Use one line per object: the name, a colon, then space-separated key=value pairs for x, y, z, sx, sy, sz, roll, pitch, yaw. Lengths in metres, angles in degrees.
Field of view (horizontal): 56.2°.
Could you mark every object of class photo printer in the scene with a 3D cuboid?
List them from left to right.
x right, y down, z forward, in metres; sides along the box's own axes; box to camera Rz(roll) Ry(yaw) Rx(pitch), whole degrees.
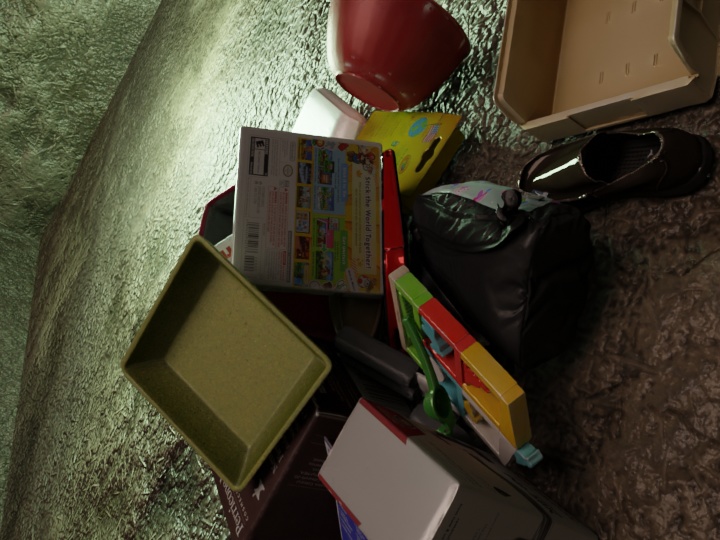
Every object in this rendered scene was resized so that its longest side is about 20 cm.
photo printer: x=-0.055 y=-0.186 z=1.064 sx=0.168 sy=0.069 sz=0.200 roll=-63 pitch=30 yaw=16

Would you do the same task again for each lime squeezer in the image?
lime squeezer: x=0.064 y=0.140 z=0.669 sx=0.070 sy=0.037 sz=0.203 roll=28 pitch=126 yaw=35

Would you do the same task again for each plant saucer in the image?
plant saucer: x=-0.140 y=0.096 z=0.720 sx=0.199 sy=0.048 sz=0.201 roll=41 pitch=113 yaw=12

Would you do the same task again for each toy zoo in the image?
toy zoo: x=0.097 y=0.100 z=0.627 sx=0.020 sy=0.132 sz=0.200 roll=-32 pitch=53 yaw=-14

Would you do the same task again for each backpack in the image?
backpack: x=0.131 y=-0.011 z=0.669 sx=0.200 sy=0.125 sz=0.170 roll=36 pitch=123 yaw=57

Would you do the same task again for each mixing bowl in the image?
mixing bowl: x=0.031 y=-0.278 z=0.876 sx=0.199 sy=0.199 sz=0.110 roll=23 pitch=87 yaw=56

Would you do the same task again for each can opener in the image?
can opener: x=0.046 y=0.126 z=0.743 sx=0.199 sy=0.053 sz=0.066 roll=30 pitch=62 yaw=34

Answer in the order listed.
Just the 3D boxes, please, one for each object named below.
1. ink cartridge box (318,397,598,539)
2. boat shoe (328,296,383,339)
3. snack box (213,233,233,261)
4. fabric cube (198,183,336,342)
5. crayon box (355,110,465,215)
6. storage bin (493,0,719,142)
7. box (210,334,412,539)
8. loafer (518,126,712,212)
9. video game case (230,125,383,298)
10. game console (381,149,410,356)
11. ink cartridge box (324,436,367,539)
ink cartridge box: x=0.084 y=0.203 z=0.578 sx=0.146 sy=0.199 sz=0.084 roll=30 pitch=90 yaw=55
boat shoe: x=0.000 y=0.000 z=0.847 sx=0.065 sy=0.071 sz=0.204 roll=119 pitch=154 yaw=-70
snack box: x=-0.112 y=-0.025 z=0.800 sx=0.072 sy=0.199 sz=0.024 roll=52 pitch=157 yaw=5
fabric cube: x=-0.106 y=-0.001 z=0.947 sx=0.199 sy=0.197 sz=0.200 roll=-17 pitch=61 yaw=49
crayon box: x=0.053 y=-0.146 z=0.897 sx=0.128 sy=0.051 sz=0.199 roll=-57 pitch=33 yaw=-7
storage bin: x=0.244 y=-0.251 z=0.666 sx=0.199 sy=0.093 sz=0.202 roll=-5 pitch=70 yaw=53
box: x=-0.057 y=0.208 z=0.807 sx=0.202 sy=0.162 sz=0.166 roll=-60 pitch=36 yaw=15
loafer: x=0.224 y=-0.104 z=0.643 sx=0.199 sy=0.071 sz=0.074 roll=-8 pitch=67 yaw=53
video game case: x=-0.060 y=-0.070 z=0.804 sx=0.023 sy=0.179 sz=0.204 roll=123 pitch=149 yaw=-66
game console: x=0.043 y=-0.009 z=0.780 sx=0.201 sy=0.030 sz=0.179 roll=83 pitch=-174 yaw=-54
ink cartridge box: x=0.032 y=0.289 z=0.662 sx=0.197 sy=0.046 sz=0.203 roll=40 pitch=140 yaw=55
